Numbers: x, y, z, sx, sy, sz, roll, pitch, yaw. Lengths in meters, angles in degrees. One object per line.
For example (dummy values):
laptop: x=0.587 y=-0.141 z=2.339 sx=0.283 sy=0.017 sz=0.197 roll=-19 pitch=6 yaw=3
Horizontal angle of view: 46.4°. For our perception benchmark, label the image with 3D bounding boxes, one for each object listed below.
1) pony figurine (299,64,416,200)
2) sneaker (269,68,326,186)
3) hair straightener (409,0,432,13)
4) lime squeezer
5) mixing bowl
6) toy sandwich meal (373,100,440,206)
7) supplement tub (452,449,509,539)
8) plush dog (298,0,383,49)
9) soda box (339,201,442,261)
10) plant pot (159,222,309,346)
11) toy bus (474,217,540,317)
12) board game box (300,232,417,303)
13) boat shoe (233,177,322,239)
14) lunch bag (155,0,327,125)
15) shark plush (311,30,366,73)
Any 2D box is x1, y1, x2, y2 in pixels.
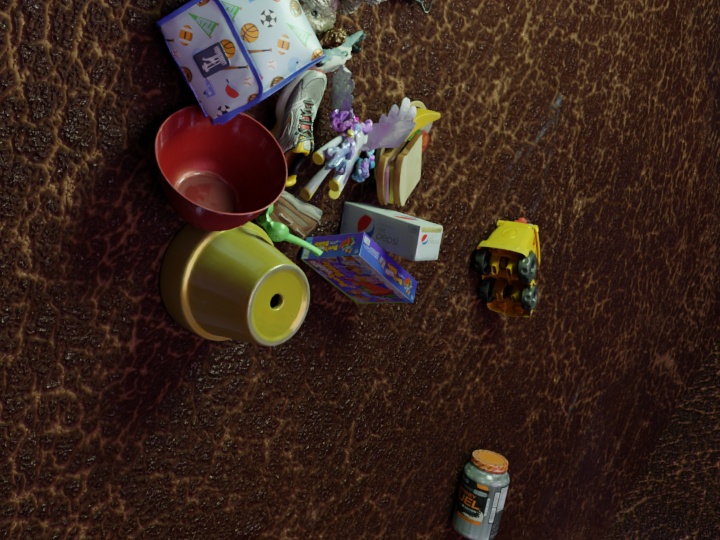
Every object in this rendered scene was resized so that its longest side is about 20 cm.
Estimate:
pony figurine: x=-0.015 y=-0.224 z=1.438 sx=0.201 sy=0.165 sz=0.194 roll=-53 pitch=175 yaw=-34
sneaker: x=-0.099 y=-0.230 z=1.369 sx=0.077 sy=0.082 sz=0.203 roll=2 pitch=118 yaw=-48
hair straightener: x=0.071 y=-0.496 z=1.481 sx=0.198 sy=0.076 sz=0.042 roll=14 pitch=94 yaw=-49
lime squeezer: x=-0.132 y=-0.093 z=1.322 sx=0.070 sy=0.038 sz=0.202 roll=-40 pitch=102 yaw=-30
mixing bowl: x=-0.217 y=-0.136 z=1.253 sx=0.198 sy=0.201 sz=0.109 roll=-28 pitch=164 yaw=-37
toy sandwich meal: x=0.092 y=-0.219 z=1.583 sx=0.205 sy=0.069 sz=0.208 roll=-47 pitch=151 yaw=-36
supplement tub: x=0.309 y=0.570 z=2.135 sx=0.121 sy=0.121 sz=0.205 roll=0 pitch=105 yaw=-47
plush dog: x=-0.066 y=-0.447 z=1.322 sx=0.199 sy=0.160 sz=0.172 roll=42 pitch=86 yaw=-6
soda box: x=0.054 y=-0.074 z=1.537 sx=0.067 sy=0.198 sz=0.065 roll=-3 pitch=108 yaw=-46
plant pot: x=-0.185 y=0.026 z=1.326 sx=0.199 sy=0.187 sz=0.205 roll=-20 pitch=119 yaw=-41
toy bus: x=0.364 y=-0.022 z=1.970 sx=0.193 sy=0.133 sz=0.203 roll=-54 pitch=141 yaw=-40
board game box: x=0.000 y=0.000 z=1.554 sx=0.200 sy=0.132 sz=0.046 roll=40 pitch=56 yaw=-47
boat shoe: x=-0.144 y=-0.102 z=1.407 sx=0.198 sy=0.075 sz=0.073 roll=25 pitch=93 yaw=-45
lunch bag: x=-0.174 y=-0.331 z=1.219 sx=0.198 sy=0.123 sz=0.172 roll=-34 pitch=109 yaw=-15
shark plush: x=-0.053 y=-0.382 z=1.403 sx=0.198 sy=0.090 sz=0.085 roll=-28 pitch=93 yaw=-31
